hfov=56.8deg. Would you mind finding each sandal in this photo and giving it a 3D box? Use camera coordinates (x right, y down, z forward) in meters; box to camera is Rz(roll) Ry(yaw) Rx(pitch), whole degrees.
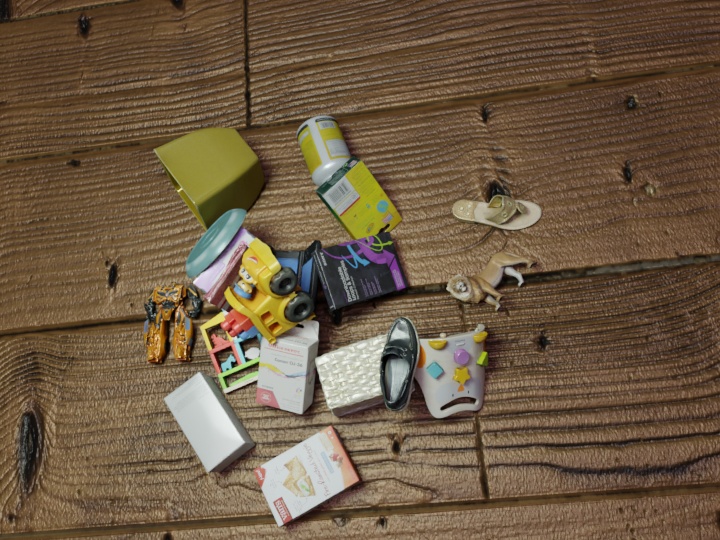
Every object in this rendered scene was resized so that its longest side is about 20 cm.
[{"bbox_3d":[0.324,-0.145,1.575,0.211,0.070,0.078,3,73,9],"label":"sandal"}]

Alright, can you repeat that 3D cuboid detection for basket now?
[{"bbox_3d":[0.008,0.228,1.473,0.200,0.123,0.136,-18,72,1],"label":"basket"}]

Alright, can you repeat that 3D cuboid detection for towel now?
[{"bbox_3d":[-0.258,0.032,1.483,0.023,0.200,0.144,31,83,23],"label":"towel"}]

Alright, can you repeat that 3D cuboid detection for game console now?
[{"bbox_3d":[-0.176,0.034,1.570,0.116,0.176,0.200,10,72,-18],"label":"game console"}]

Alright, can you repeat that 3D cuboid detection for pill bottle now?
[{"bbox_3d":[-0.079,-0.275,1.653,0.112,0.112,0.200,-21,71,1],"label":"pill bottle"}]

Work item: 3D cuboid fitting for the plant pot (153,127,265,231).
[{"bbox_3d":[-0.352,-0.235,1.647,0.200,0.196,0.194,-35,71,-13],"label":"plant pot"}]

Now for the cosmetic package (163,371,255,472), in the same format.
[{"bbox_3d":[-0.342,0.344,1.507,0.108,0.085,0.200,-36,72,-3],"label":"cosmetic package"}]

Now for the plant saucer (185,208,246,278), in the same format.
[{"bbox_3d":[-0.334,-0.069,1.509,0.027,0.200,0.200,41,80,-22],"label":"plant saucer"}]

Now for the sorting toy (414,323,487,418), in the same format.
[{"bbox_3d":[0.205,0.224,1.446,0.200,0.107,0.180,-8,96,-19],"label":"sorting toy"}]

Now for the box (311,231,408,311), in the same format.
[{"bbox_3d":[0.000,0.000,1.536,0.200,0.036,0.143,-17,82,-25],"label":"box"}]

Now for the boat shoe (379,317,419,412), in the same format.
[{"bbox_3d":[0.074,0.188,1.373,0.074,0.066,0.200,5,74,23],"label":"boat shoe"}]

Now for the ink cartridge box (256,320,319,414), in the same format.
[{"bbox_3d":[-0.162,0.205,1.485,0.116,0.067,0.200,10,104,16],"label":"ink cartridge box"}]

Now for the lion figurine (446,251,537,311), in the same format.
[{"bbox_3d":[0.303,0.013,1.537,0.200,0.073,0.122,-39,58,-20],"label":"lion figurine"}]

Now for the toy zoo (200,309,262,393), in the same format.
[{"bbox_3d":[-0.295,0.172,1.571,0.131,0.020,0.200,-24,80,1],"label":"toy zoo"}]

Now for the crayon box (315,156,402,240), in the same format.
[{"bbox_3d":[-0.001,-0.155,1.592,0.127,0.200,0.051,-43,32,-8],"label":"crayon box"}]

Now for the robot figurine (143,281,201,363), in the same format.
[{"bbox_3d":[-0.459,0.121,1.609,0.145,0.058,0.200,-5,72,6],"label":"robot figurine"}]

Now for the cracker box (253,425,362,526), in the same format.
[{"bbox_3d":[-0.115,0.449,1.455,0.200,0.058,0.134,-30,70,-1],"label":"cracker box"}]

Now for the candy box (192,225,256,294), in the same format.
[{"bbox_3d":[-0.313,-0.015,1.553,0.072,0.200,0.168,40,80,-11],"label":"candy box"}]

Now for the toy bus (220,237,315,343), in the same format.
[{"bbox_3d":[-0.219,0.060,1.410,0.192,0.200,0.136,-36,46,-8],"label":"toy bus"}]
